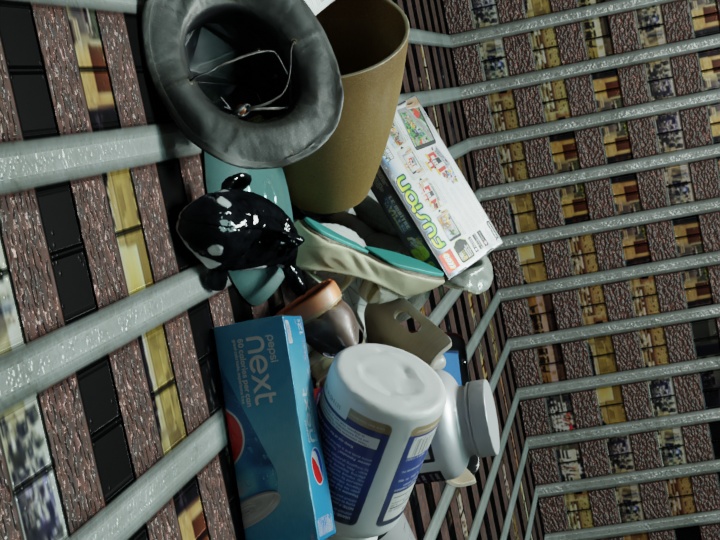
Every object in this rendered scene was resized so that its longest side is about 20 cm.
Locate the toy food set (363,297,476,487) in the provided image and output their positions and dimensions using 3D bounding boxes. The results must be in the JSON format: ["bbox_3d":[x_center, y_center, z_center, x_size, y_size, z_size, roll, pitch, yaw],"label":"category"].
[{"bbox_3d":[0.072,0.128,1.575,0.143,0.060,0.200,42,-31,51],"label":"toy food set"}]

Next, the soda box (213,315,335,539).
[{"bbox_3d":[-0.075,0.143,1.256,0.064,0.068,0.200,12,69,-76],"label":"soda box"}]

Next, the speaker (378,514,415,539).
[{"bbox_3d":[0.028,0.318,1.570,0.200,0.081,0.081,67,17,-47],"label":"speaker"}]

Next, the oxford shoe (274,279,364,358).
[{"bbox_3d":[-0.038,0.056,1.410,0.073,0.071,0.200,55,-2,-2],"label":"oxford shoe"}]

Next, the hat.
[{"bbox_3d":[-0.115,-0.175,1.267,0.081,0.200,0.201,-28,-113,60],"label":"hat"}]

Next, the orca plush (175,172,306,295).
[{"bbox_3d":[-0.083,-0.018,1.264,0.105,0.071,0.200,-67,152,-15],"label":"orca plush"}]

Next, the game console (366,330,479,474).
[{"bbox_3d":[0.072,0.155,1.828,0.172,0.118,0.200,56,26,-64],"label":"game console"}]

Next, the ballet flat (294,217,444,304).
[{"bbox_3d":[0.000,0.000,1.521,0.200,0.069,0.070,20,51,-32],"label":"ballet flat"}]

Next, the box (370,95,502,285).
[{"bbox_3d":[0.071,-0.090,1.613,0.110,0.035,0.200,-32,92,-41],"label":"box"}]

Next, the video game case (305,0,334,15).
[{"bbox_3d":[-0.110,-0.311,1.358,0.181,0.036,0.200,-47,130,-39],"label":"video game case"}]

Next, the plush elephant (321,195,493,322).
[{"bbox_3d":[0.067,-0.026,1.702,0.200,0.155,0.165,9,-62,63],"label":"plush elephant"}]

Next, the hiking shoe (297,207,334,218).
[{"bbox_3d":[-0.059,-0.162,1.622,0.087,0.074,0.200,-86,173,-74],"label":"hiking shoe"}]

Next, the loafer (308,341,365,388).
[{"bbox_3d":[-0.008,0.112,1.535,0.068,0.076,0.200,50,1,16],"label":"loafer"}]

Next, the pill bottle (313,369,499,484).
[{"bbox_3d":[0.036,0.163,1.442,0.112,0.200,0.113,-10,90,-79],"label":"pill bottle"}]

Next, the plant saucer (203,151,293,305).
[{"bbox_3d":[-0.102,-0.067,1.390,0.200,0.036,0.200,-10,90,-78],"label":"plant saucer"}]

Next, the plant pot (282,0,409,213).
[{"bbox_3d":[-0.038,-0.165,1.487,0.187,0.186,0.200,-86,173,-50],"label":"plant pot"}]

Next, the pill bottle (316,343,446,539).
[{"bbox_3d":[-0.001,0.177,1.328,0.111,0.111,0.200,-78,-174,-61],"label":"pill bottle"}]

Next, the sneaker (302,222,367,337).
[{"bbox_3d":[-0.025,0.030,1.585,0.200,0.078,0.099,66,22,-47],"label":"sneaker"}]
